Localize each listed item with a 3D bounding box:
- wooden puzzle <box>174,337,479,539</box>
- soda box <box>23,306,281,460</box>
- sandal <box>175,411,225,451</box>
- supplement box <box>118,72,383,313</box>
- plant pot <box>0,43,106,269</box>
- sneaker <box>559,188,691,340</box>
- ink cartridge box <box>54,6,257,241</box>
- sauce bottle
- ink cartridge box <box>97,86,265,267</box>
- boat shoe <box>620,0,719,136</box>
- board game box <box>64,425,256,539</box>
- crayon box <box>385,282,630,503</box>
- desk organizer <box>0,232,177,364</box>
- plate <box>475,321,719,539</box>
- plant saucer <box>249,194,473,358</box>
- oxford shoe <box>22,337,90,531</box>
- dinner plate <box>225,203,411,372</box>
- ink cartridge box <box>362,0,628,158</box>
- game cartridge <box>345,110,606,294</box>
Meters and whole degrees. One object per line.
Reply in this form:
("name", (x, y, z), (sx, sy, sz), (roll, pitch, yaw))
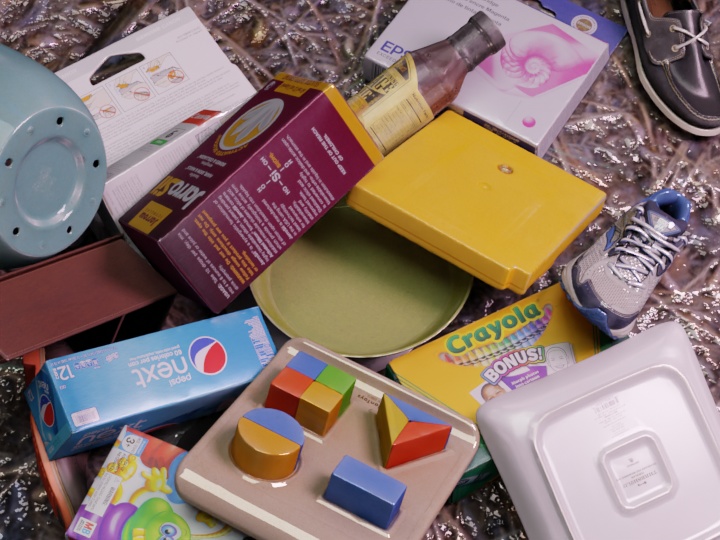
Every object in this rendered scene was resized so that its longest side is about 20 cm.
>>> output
("wooden puzzle", (-0.019, 0.137, 1.238), (0.184, 0.047, 0.200), (26, 40, 12))
("soda box", (-0.166, 0.091, 1.312), (0.199, 0.068, 0.065), (-13, 71, -33))
("sandal", (-0.063, 0.137, 1.341), (0.198, 0.045, 0.076), (-10, 59, -7))
("supplement box", (-0.094, -0.069, 1.362), (0.200, 0.086, 0.110), (-44, 27, -13))
("plant pot", (-0.308, -0.091, 1.333), (0.160, 0.201, 0.201), (19, 58, 34))
("sneaker", (0.233, -0.017, 1.368), (0.077, 0.085, 0.200), (38, 35, 1))
("ink cartridge box", (-0.199, -0.138, 1.509), (0.199, 0.044, 0.174), (-29, 63, -17))
("sauce bottle", (0.045, -0.164, 1.486), (0.200, 0.066, 0.066), (-39, 65, -4))
("ink cartridge box", (-0.136, -0.080, 1.437), (0.199, 0.110, 0.050), (-34, 21, -20))
("boat shoe", (0.305, -0.220, 1.551), (0.071, 0.068, 0.201), (-6, 61, -17))
("board game box", (-0.114, 0.221, 1.255), (0.198, 0.105, 0.104), (20, 60, 12))
("crayon box", (0.134, 0.097, 1.361), (0.199, 0.058, 0.119), (-24, 62, -15))
("desk organizer", (-0.248, 0.043, 1.308), (0.077, 0.072, 0.199), (41, 35, 19))
("plate", (0.219, 0.164, 1.297), (0.198, 0.032, 0.201), (-22, 83, -13))
("plant saucer", (0.000, 0.000, 1.401), (0.198, 0.031, 0.201), (0, 54, 0))
("oxford shoe", (-0.239, 0.120, 1.337), (0.072, 0.071, 0.201), (-8, 59, -11))
("dinner plate", (-0.025, 0.005, 1.437), (0.198, 0.024, 0.202), (1, 58, -1))
("ink cartridge box", (0.135, -0.222, 1.567), (0.195, 0.043, 0.201), (28, 64, 16))
("game cartridge", (0.106, -0.062, 1.423), (0.175, 0.033, 0.200), (30, 36, 16))
